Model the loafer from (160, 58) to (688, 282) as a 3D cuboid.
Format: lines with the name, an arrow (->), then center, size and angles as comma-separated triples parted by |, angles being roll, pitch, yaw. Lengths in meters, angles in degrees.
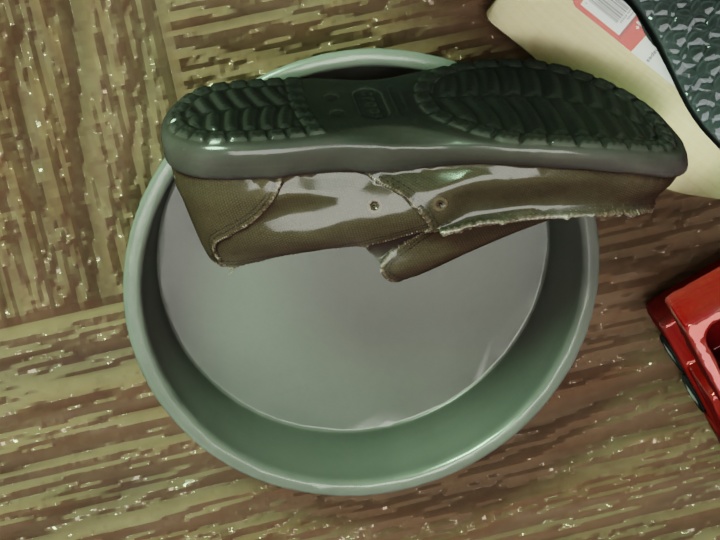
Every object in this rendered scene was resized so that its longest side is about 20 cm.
loafer -> 0.024, -0.036, 0.643 | 0.200, 0.073, 0.071 | 0, 123, -4

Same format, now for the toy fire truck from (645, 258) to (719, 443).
toy fire truck -> 0.177, 0.062, 0.703 | 0.049, 0.141, 0.200 | -30, 113, 4

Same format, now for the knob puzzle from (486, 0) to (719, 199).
knob puzzle -> 0.183, -0.113, 0.678 | 0.219, 0.030, 0.220 | 2, 106, 5

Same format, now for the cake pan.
cake pan -> 0.000, 0.000, 0.705 | 0.200, 0.037, 0.201 | -3, 112, -8

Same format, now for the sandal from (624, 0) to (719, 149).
sandal -> 0.132, -0.115, 0.652 | 0.076, 0.043, 0.200 | -41, 89, 8
